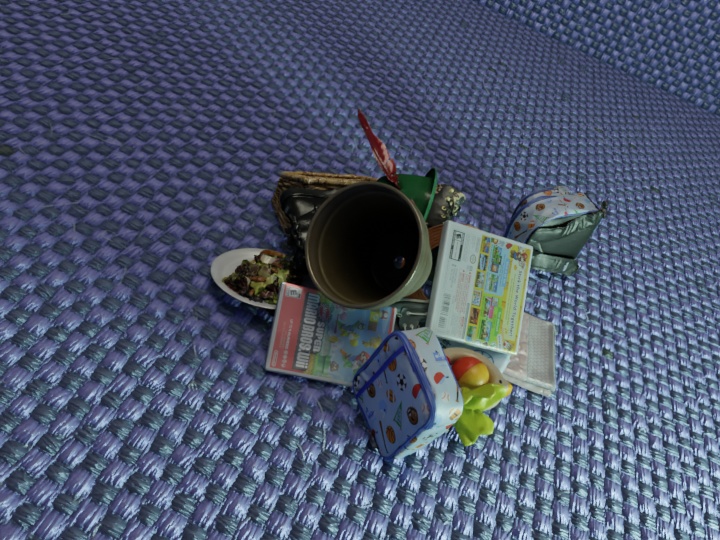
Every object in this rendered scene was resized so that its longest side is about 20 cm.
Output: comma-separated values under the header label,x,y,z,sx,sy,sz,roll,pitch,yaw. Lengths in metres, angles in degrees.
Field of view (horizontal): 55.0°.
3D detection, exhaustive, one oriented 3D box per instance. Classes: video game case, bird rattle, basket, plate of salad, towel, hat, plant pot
label,x,y,z,sx,sy,sz,roll,pitch,yaw
video game case,-0.046,0.109,1.121,0.199,0.017,0.144,13,76,-14
video game case,0.210,0.032,1.210,0.181,0.023,0.201,15,79,-21
bird rattle,0.155,0.181,1.129,0.163,0.113,0.200,-12,35,-39
basket,-0.063,-0.162,1.380,0.199,0.149,0.143,-1,45,-28
plate of salad,-0.157,0.003,1.196,0.199,0.048,0.200,13,28,-7
towel,0.286,0.133,1.326,0.190,0.032,0.200,24,38,-1
hat,0.032,-0.148,1.276,0.175,0.166,0.201,22,43,-9
plant pot,0.035,-0.026,1.132,0.200,0.200,0.173,46,9,24

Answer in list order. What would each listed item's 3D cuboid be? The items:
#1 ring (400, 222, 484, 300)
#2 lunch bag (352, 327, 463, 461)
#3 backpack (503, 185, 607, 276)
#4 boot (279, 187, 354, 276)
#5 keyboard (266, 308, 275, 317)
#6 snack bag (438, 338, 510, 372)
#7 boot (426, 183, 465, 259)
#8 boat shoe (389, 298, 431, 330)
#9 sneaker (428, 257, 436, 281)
label,x,y,z,sx,sy,sz,roll,pitch,yaw
ring,0.172,0.010,1.281,0.200,0.201,0.019,28,18,4
lunch bag,0.060,0.180,1.019,0.075,0.200,0.161,-9,62,-33
backpack,0.417,-0.094,1.538,0.190,0.201,0.154,-12,46,-29
boot,-0.048,-0.070,1.242,0.197,0.073,0.163,1,50,-26
keyboard,-0.066,0.074,1.207,0.104,0.040,0.200,32,32,30
snack bag,0.142,0.157,1.208,0.199,0.021,0.189,29,46,16
boot,0.169,-0.095,1.365,0.199,0.073,0.151,8,56,37
boat shoe,0.088,0.092,1.195,0.199,0.073,0.062,-5,42,-24
sneaker,0.198,0.022,1.348,0.199,0.074,0.081,16,41,21
